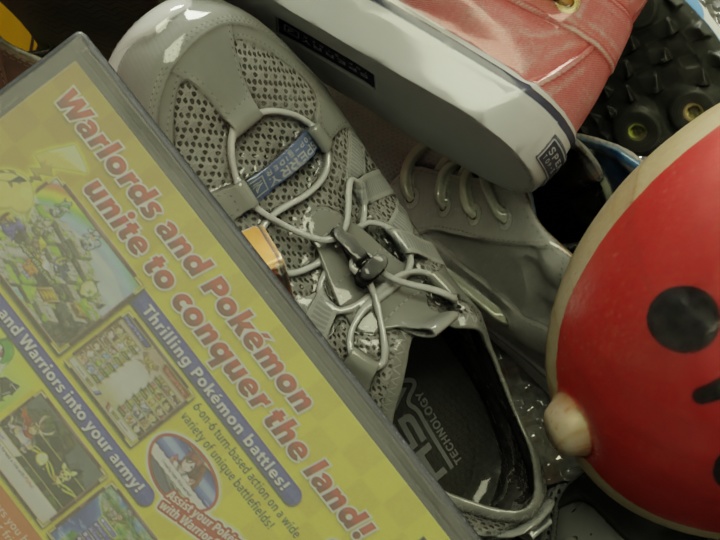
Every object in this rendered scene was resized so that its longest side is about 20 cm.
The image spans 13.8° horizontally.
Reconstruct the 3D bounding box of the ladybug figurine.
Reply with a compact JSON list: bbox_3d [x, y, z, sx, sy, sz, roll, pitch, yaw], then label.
[{"bbox_3d":[0.146,0.008,0.861,0.199,0.072,0.136,-28,98,-7],"label":"ladybug figurine"}]

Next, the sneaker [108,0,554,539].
[{"bbox_3d":[0.000,0.000,0.886,0.075,0.082,0.200,-45,115,-22],"label":"sneaker"}]

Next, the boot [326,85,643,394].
[{"bbox_3d":[0.046,-0.027,0.955,0.200,0.096,0.074,36,64,14],"label":"boot"}]

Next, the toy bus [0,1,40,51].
[{"bbox_3d":[-0.126,-0.119,0.994,0.065,0.078,0.201,-6,59,20],"label":"toy bus"}]

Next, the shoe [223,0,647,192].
[{"bbox_3d":[-0.005,-0.113,0.899,0.199,0.072,0.091,32,77,6],"label":"shoe"}]

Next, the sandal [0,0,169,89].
[{"bbox_3d":[-0.079,-0.057,0.909,0.079,0.201,0.058,6,60,37],"label":"sandal"}]

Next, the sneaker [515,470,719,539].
[{"bbox_3d":[0.051,0.124,0.899,0.199,0.075,0.116,-20,46,-8],"label":"sneaker"}]

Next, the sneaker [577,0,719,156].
[{"bbox_3d":[0.045,-0.101,1.003,0.199,0.072,0.072,29,26,19],"label":"sneaker"}]

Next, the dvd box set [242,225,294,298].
[{"bbox_3d":[-0.101,0.085,0.850,0.199,0.147,0.029,-18,27,-9],"label":"dvd box set"}]

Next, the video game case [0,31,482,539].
[{"bbox_3d":[-0.084,0.069,0.792,0.180,0.026,0.200,-38,87,-10],"label":"video game case"}]
